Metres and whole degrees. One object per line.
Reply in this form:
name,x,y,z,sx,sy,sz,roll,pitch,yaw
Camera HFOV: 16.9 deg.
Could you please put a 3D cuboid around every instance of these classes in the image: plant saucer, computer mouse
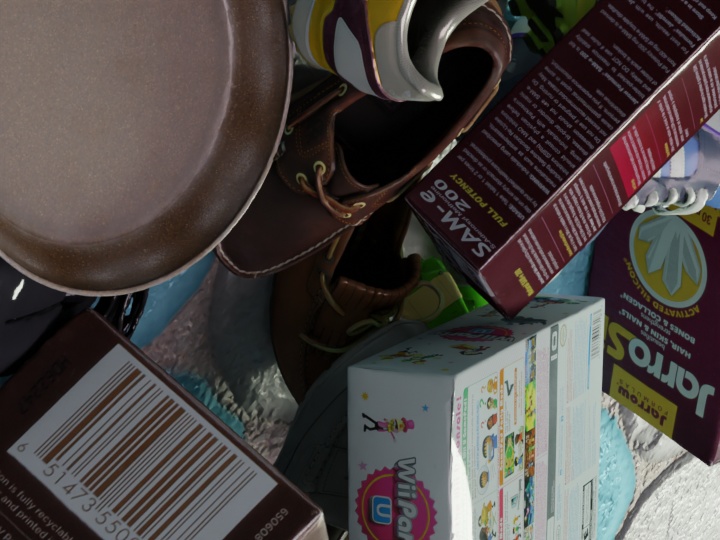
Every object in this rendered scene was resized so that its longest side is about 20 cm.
plant saucer,-0.115,-0.089,1.111,0.199,0.032,0.202,-12,108,-39
computer mouse,-0.160,0.003,1.152,0.199,0.053,0.139,-15,129,-45

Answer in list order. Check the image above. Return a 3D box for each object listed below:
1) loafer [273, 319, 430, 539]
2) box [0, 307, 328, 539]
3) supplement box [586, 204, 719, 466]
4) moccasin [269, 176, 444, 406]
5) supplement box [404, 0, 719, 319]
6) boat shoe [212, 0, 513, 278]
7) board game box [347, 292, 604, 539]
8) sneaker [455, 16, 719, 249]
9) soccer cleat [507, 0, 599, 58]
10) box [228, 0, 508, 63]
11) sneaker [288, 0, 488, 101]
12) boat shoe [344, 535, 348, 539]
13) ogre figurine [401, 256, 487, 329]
loafer,-0.015,0.117,1.324,0.070,0.070,0.201,19,110,-50
box,-0.121,0.160,1.193,0.164,0.166,0.200,-45,158,-17
supplement box,0.226,0.000,1.565,0.103,0.131,0.201,-26,135,-35
moccasin,0.001,0.000,1.327,0.073,0.078,0.202,-18,130,-46
supplement box,0.120,-0.074,1.255,0.200,0.061,0.109,-45,161,-2
boat shoe,-0.005,-0.064,1.222,0.070,0.070,0.200,37,112,-22
board game box,0.065,0.102,1.293,0.200,0.064,0.149,-21,114,-62
sneaker,0.140,-0.041,1.391,0.199,0.080,0.147,31,70,-23
soccer cleat,0.120,-0.174,1.270,0.083,0.065,0.201,-27,138,-15
box,0.016,-0.192,1.224,0.199,0.041,0.157,-14,128,-44
sneaker,0.042,-0.177,1.144,0.075,0.090,0.201,8,104,-52
boat shoe,-0.044,0.172,1.432,0.200,0.072,0.065,-31,176,-37
ogre figurine,0.055,0.074,1.427,0.097,0.201,0.120,-13,156,10
